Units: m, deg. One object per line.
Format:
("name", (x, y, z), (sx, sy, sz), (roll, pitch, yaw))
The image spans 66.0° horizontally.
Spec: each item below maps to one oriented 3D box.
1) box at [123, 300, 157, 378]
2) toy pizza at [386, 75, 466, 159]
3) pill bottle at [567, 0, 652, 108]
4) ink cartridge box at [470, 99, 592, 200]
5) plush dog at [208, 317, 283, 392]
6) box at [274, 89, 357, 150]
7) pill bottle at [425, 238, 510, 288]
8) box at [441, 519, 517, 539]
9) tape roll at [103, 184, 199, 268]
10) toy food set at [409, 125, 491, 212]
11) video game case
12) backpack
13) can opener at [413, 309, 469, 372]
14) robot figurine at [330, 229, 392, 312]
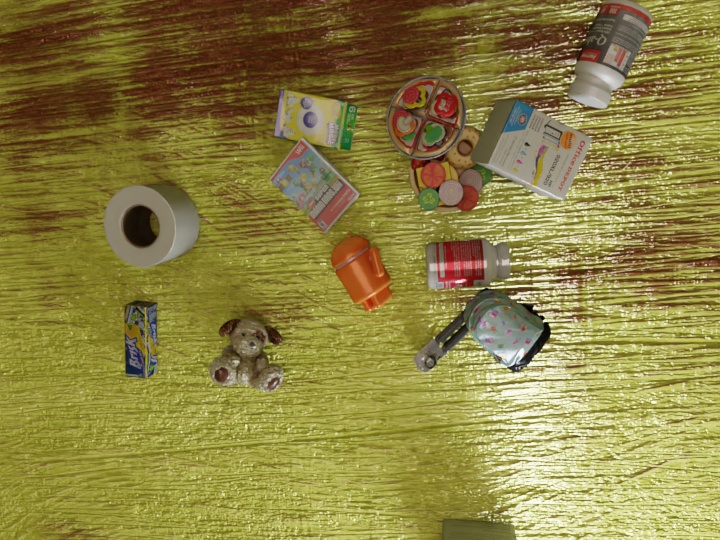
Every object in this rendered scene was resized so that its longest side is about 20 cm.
("box", (-0.609, 0.191, 1.539), (0.068, 0.064, 0.205), (4, 99, 8))
("toy pizza", (0.154, -0.367, 1.321), (0.195, 0.032, 0.206), (-1, 86, 18))
("pill bottle", (0.545, -0.474, 1.224), (0.114, 0.116, 0.204), (23, 101, 5))
("ink cartridge box", (0.379, -0.271, 1.245), (0.196, 0.145, 0.150), (22, 101, -11))
("plush dog", (-0.300, 0.214, 1.474), (0.196, 0.160, 0.176), (14, 87, -22))
("box", (-0.110, -0.372, 1.381), (0.195, 0.048, 0.120), (12, 101, 6))
("pill bottle", (0.258, -0.017, 1.342), (0.195, 0.112, 0.115), (-4, 98, 10))
("box", (0.309, 0.783, 1.448), (0.195, 0.131, 0.204), (1, 99, 9))
("tape roll", (-0.539, -0.120, 1.442), (0.197, 0.139, 0.208), (1, 100, 9))
("toy food set", (0.216, -0.239, 1.348), (0.195, 0.049, 0.203), (-11, 97, 10))
("video game case", (-0.116, -0.213, 1.398), (0.200, 0.017, 0.143), (43, 113, -5))
("backpack", (0.346, 0.134, 1.333), (0.198, 0.127, 0.168), (36, 97, -13))
("can opener", (0.214, 0.179, 1.417), (0.200, 0.067, 0.053), (-44, 90, -1))
("robot figurine", (0.001, -0.001, 1.385), (0.115, 0.144, 0.202), (-32, 93, -5))
